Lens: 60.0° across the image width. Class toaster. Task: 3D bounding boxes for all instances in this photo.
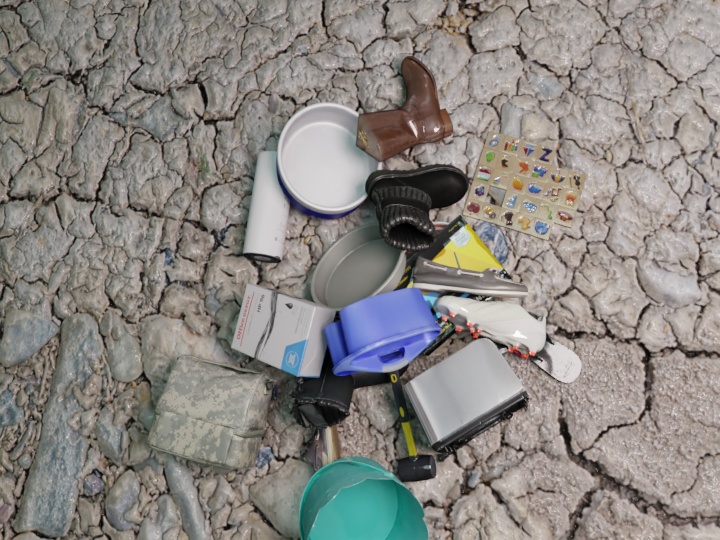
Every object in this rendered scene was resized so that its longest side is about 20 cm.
[{"bbox_3d":[0.171,0.212,1.017,0.197,0.181,0.121,-32,68,5],"label":"toaster"}]

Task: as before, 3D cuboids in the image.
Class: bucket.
[{"bbox_3d":[-0.003,0.408,1.001,0.200,0.135,0.215,-1,93,-14],"label":"bucket"}]

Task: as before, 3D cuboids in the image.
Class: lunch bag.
[{"bbox_3d":[-0.261,0.251,1.124,0.194,0.139,0.173,11,81,14],"label":"lunch bag"}]

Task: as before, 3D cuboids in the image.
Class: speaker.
[{"bbox_3d":[-0.176,-0.124,1.213,0.079,0.081,0.207,4,80,13],"label":"speaker"}]

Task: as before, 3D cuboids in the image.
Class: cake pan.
[{"bbox_3d":[0.000,0.000,1.120,0.196,0.037,0.203,-24,39,20],"label":"cake pan"}]

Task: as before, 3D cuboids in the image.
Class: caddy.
[{"bbox_3d":[0.037,0.109,0.996,0.195,0.141,0.107,-12,70,-32],"label":"caddy"}]

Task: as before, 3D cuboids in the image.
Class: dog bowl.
[{"bbox_3d":[-0.061,-0.202,1.168,0.193,0.079,0.207,2,82,-11],"label":"dog bowl"}]

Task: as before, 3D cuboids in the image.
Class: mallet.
[{"bbox_3d":[0.087,0.262,1.058,0.064,0.041,0.207,-4,101,18],"label":"mallet"}]

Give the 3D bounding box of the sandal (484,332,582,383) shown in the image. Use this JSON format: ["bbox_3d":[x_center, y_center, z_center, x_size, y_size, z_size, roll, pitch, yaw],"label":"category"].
[{"bbox_3d":[0.292,0.121,1.075,0.197,0.045,0.076,31,87,17],"label":"sandal"}]

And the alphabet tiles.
[{"bbox_3d":[0.306,-0.154,1.150,0.195,0.008,0.172,18,83,15],"label":"alphabet tiles"}]

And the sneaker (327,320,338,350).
[{"bbox_3d":[-0.093,0.107,1.120,0.101,0.062,0.200,-14,30,-14],"label":"sneaker"}]

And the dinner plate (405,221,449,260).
[{"bbox_3d":[0.139,0.013,1.144,0.194,0.024,0.207,-3,77,13],"label":"dinner plate"}]

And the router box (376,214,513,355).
[{"bbox_3d":[0.147,0.027,1.100,0.199,0.051,0.150,-40,73,4],"label":"router box"}]

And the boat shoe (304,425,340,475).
[{"bbox_3d":[-0.069,0.323,1.103,0.063,0.072,0.207,-9,82,5],"label":"boat shoe"}]

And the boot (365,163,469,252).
[{"bbox_3d":[0.115,-0.108,1.089,0.204,0.081,0.160,-7,40,-14],"label":"boot"}]

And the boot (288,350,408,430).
[{"bbox_3d":[-0.020,0.196,1.067,0.192,0.163,0.075,-4,113,16],"label":"boot"}]

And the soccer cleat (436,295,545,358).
[{"bbox_3d":[0.217,0.077,1.032,0.195,0.069,0.079,23,72,-8],"label":"soccer cleat"}]

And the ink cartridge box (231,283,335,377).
[{"bbox_3d":[-0.149,0.096,1.072,0.196,0.067,0.120,15,90,33],"label":"ink cartridge box"}]

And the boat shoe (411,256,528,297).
[{"bbox_3d":[0.180,0.010,1.033,0.194,0.067,0.059,4,84,17],"label":"boat shoe"}]

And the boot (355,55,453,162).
[{"bbox_3d":[0.059,-0.303,1.159,0.196,0.064,0.190,-22,75,-26],"label":"boot"}]
